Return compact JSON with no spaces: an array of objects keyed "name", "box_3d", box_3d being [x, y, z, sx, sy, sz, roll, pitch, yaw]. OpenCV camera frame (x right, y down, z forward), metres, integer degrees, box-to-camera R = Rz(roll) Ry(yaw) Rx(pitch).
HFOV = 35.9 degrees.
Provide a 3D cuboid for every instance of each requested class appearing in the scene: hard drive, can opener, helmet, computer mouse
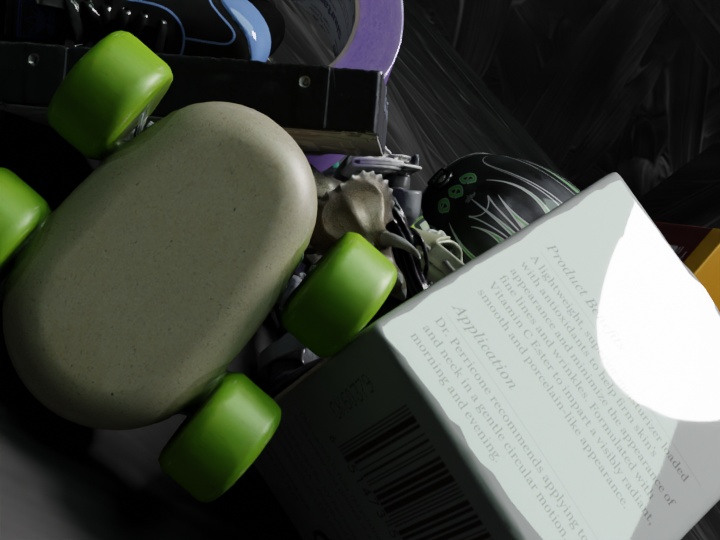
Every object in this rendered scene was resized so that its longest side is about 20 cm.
[{"name":"hard drive","box_3d":[-0.085,-0.091,0.618,0.140,0.198,0.038,-43,137,-88]},{"name":"can opener","box_3d":[0.006,-0.065,0.887,0.052,0.067,0.200,5,1,-8]},{"name":"helmet","box_3d":[0.162,-0.015,1.139,0.200,0.200,0.191,35,6,-46]},{"name":"computer mouse","box_3d":[0.000,0.000,0.832,0.139,0.053,0.200,62,-13,-19]}]

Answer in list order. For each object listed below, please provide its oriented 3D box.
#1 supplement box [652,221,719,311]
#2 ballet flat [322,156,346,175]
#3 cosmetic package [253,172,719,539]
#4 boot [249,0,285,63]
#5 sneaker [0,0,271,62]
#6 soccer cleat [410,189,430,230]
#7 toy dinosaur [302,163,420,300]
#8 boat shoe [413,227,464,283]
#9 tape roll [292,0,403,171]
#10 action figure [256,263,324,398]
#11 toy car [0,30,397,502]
[{"name":"supplement box","box_3d":[0.218,0.070,0.961,0.133,0.197,0.200,51,-17,-23]},{"name":"ballet flat","box_3d":[-0.033,-0.122,1.064,0.073,0.073,0.200,49,4,-12]},{"name":"cosmetic package","box_3d":[0.078,0.082,0.588,0.199,0.165,0.165,-28,82,-37]},{"name":"boot","box_3d":[-0.078,-0.145,0.894,0.158,0.080,0.211,39,31,4]},{"name":"sneaker","box_3d":[-0.156,-0.147,0.654,0.199,0.070,0.078,17,34,5]},{"name":"soccer cleat","box_3d":[0.046,-0.020,1.083,0.200,0.067,0.081,55,-16,39]},{"name":"toy dinosaur","box_3d":[-0.055,-0.043,0.649,0.199,0.077,0.102,21,-18,6]},{"name":"boat shoe","box_3d":[0.058,0.000,0.922,0.072,0.062,0.200,44,6,-36]},{"name":"tape roll","box_3d":[-0.074,-0.165,0.772,0.201,0.199,0.085,55,-20,11]},{"name":"action figure","box_3d":[-0.035,0.020,0.747,0.130,0.069,0.200,34,20,-35]},{"name":"toy car","box_3d":[-0.097,0.001,0.557,0.164,0.158,0.200,41,-8,-6]}]
